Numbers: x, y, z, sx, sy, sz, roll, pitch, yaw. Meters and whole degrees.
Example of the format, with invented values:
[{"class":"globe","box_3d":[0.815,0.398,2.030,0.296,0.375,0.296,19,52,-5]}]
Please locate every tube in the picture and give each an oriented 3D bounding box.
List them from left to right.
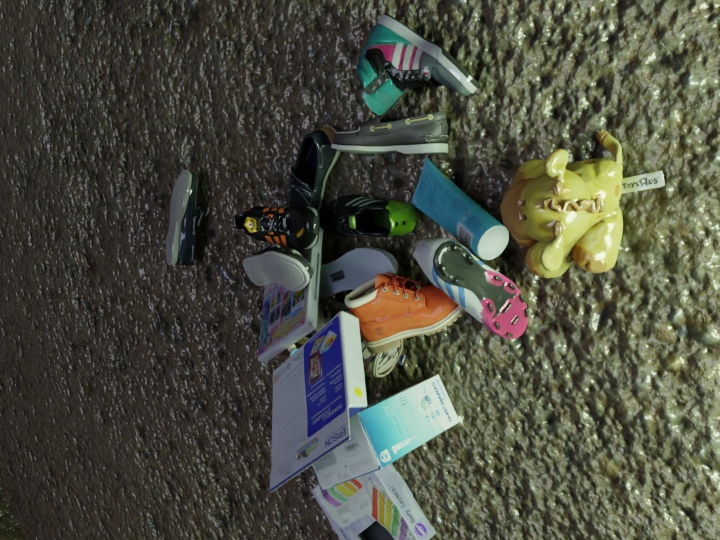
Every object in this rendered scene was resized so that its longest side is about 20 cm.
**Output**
[{"class":"tube","box_3d":[0.130,-0.086,0.951,0.200,0.050,0.078,49,126,47]}]

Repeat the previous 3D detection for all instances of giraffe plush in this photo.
[{"class":"giraffe plush","box_3d":[0.237,-0.070,0.799,0.199,0.161,0.174,-31,79,42]}]

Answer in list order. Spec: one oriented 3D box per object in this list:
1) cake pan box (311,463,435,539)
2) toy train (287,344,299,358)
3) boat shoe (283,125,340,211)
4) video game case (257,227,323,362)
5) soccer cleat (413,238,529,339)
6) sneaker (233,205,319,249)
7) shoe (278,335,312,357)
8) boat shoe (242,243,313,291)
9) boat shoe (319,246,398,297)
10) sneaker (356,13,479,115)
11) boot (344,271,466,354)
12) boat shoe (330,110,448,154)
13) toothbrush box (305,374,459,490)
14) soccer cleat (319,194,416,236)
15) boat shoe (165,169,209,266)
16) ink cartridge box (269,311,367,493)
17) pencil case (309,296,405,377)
[{"class":"cake pan box","box_3d":[0.020,0.428,1.191,0.201,0.052,0.184,55,132,18]},{"class":"toy train","box_3d":[-0.091,0.223,1.171,0.201,0.055,0.152,98,162,-54]},{"class":"boat shoe","box_3d":[-0.093,-0.154,1.144,0.075,0.062,0.201,44,128,24]},{"class":"video game case","box_3d":[-0.123,0.044,1.166,0.200,0.023,0.184,-36,45,51]},{"class":"soccer cleat","box_3d":[0.152,0.019,0.921,0.070,0.200,0.086,-53,27,-7]},{"class":"sneaker","box_3d":[-0.144,-0.072,1.120,0.199,0.089,0.071,10,102,56]},{"class":"shoe","box_3d":[-0.097,0.136,1.206,0.199,0.053,0.071,14,129,47]},{"class":"boat shoe","box_3d":[-0.127,-0.010,1.111,0.199,0.060,0.074,-5,117,58]},{"class":"boat shoe","box_3d":[0.001,0.003,1.094,0.198,0.068,0.074,-23,87,49]},{"class":"sneaker","box_3d":[0.064,-0.265,0.941,0.200,0.083,0.121,44,105,34]},{"class":"boot","box_3d":[0.073,0.041,0.985,0.198,0.075,0.108,-25,110,18]},{"class":"boat shoe","box_3d":[0.042,-0.206,1.009,0.199,0.071,0.061,7,101,33]},{"class":"toothbrush box","box_3d":[0.033,0.245,1.033,0.146,0.199,0.086,-34,75,42]},{"class":"soccer cleat","box_3d":[-0.003,-0.084,1.066,0.198,0.081,0.069,5,103,42]},{"class":"boat shoe","box_3d":[-0.356,-0.105,1.389,0.075,0.061,0.203,25,108,53]},{"class":"ink cartridge box","box_3d":[-0.064,0.193,0.974,0.197,0.047,0.202,-41,41,36]},{"class":"pencil case","box_3d":[-0.017,0.101,1.128,0.199,0.089,0.078,27,145,35]}]
